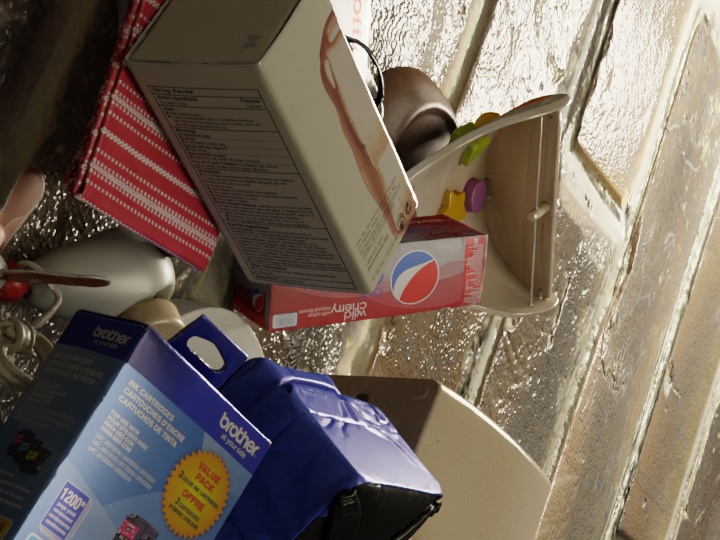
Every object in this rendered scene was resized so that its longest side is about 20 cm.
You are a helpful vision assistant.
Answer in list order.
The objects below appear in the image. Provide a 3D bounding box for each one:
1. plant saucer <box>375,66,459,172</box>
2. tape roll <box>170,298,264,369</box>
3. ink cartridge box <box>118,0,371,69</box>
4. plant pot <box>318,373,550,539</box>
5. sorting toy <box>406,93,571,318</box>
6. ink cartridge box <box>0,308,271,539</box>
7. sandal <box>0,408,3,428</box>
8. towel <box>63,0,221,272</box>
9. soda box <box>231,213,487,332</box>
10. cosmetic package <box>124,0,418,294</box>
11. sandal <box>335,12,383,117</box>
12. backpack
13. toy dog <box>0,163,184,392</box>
[{"bbox_3d":[0.043,-0.080,1.458,0.200,0.037,0.201,-27,122,-52],"label":"plant saucer"},{"bbox_3d":[-0.140,0.123,1.229,0.203,0.037,0.203,-28,123,-53],"label":"tape roll"},{"bbox_3d":[-0.080,-0.143,1.181,0.200,0.084,0.147,-17,112,-56],"label":"ink cartridge box"},{"bbox_3d":[0.016,0.193,1.345,0.177,0.199,0.200,61,41,-40],"label":"plant pot"},{"bbox_3d":[0.090,-0.048,1.428,0.180,0.107,0.201,-23,123,-44],"label":"sorting toy"},{"bbox_3d":[-0.144,0.118,0.977,0.136,0.076,0.200,48,62,-40],"label":"ink cartridge box"},{"bbox_3d":[-0.245,0.159,1.059,0.075,0.045,0.201,-30,126,-51],"label":"sandal"},{"bbox_3d":[-0.112,-0.115,1.033,0.145,0.022,0.201,34,68,-54],"label":"towel"},{"bbox_3d":[0.000,0.000,1.305,0.199,0.070,0.064,-6,108,-29],"label":"soda box"},{"bbox_3d":[-0.050,-0.085,1.025,0.087,0.103,0.200,-62,144,-32],"label":"cosmetic package"},{"bbox_3d":[-0.018,-0.137,1.140,0.200,0.043,0.076,53,53,-62],"label":"sandal"},{"bbox_3d":[-0.069,0.175,1.176,0.200,0.168,0.162,-47,147,12],"label":"backpack"},{"bbox_3d":[-0.177,-0.007,1.044,0.096,0.132,0.200,-47,166,21],"label":"toy dog"}]
